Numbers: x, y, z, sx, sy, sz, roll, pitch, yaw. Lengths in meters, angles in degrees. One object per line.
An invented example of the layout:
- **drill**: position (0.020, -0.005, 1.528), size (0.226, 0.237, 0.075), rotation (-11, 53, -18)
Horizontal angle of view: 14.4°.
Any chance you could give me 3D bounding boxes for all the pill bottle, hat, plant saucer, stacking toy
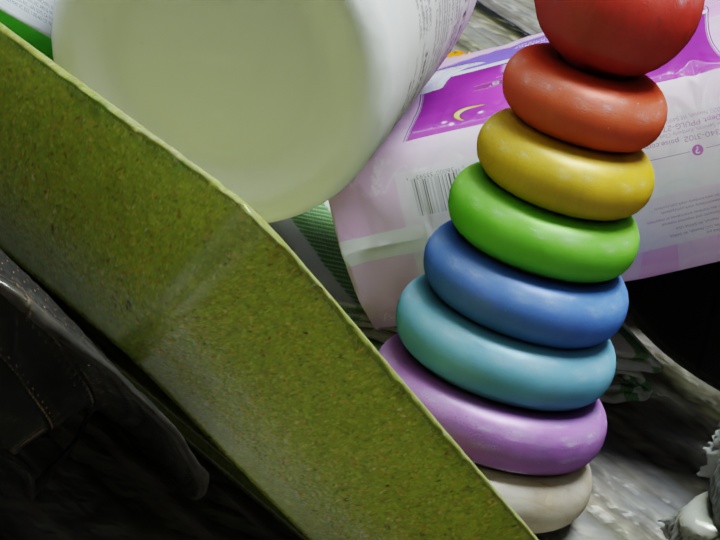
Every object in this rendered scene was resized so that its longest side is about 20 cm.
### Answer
- **pill bottle**: position (-0.019, -0.102, 0.967), size (0.114, 0.115, 0.200), rotation (21, 27, 7)
- **hat**: position (-0.132, 0.021, 0.785), size (0.200, 0.081, 0.201), rotation (41, -7, 6)
- **plant saucer**: position (-0.058, 0.011, 0.844), size (0.200, 0.048, 0.200), rotation (36, -9, 41)
- **stacking toy**: position (0.063, -0.020, 0.916), size (0.085, 0.201, 0.085), rotation (17, 18, -6)

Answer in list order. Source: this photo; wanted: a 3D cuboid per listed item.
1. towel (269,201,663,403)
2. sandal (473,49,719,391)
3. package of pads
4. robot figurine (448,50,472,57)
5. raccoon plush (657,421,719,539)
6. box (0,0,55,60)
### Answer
- **towel**: position (0.000, 0.000, 1.084), size (0.199, 0.023, 0.153), rotation (9, 20, -21)
- **sandal**: position (0.112, -0.021, 1.105), size (0.201, 0.080, 0.057), rotation (39, -3, 30)
- **package of pads**: position (0.089, -0.044, 1.009), size (0.199, 0.076, 0.121), rotation (-13, 16, 8)
- **robot figurine**: position (0.096, -0.038, 1.206), size (0.199, 0.058, 0.145), rotation (26, 9, 20)
- **raccoon plush**: position (0.185, 0.081, 0.991), size (0.097, 0.134, 0.200), rotation (17, -20, 41)
- **box**: position (-0.129, -0.138, 0.990), size (0.096, 0.177, 0.200), rotation (-14, -16, 20)
